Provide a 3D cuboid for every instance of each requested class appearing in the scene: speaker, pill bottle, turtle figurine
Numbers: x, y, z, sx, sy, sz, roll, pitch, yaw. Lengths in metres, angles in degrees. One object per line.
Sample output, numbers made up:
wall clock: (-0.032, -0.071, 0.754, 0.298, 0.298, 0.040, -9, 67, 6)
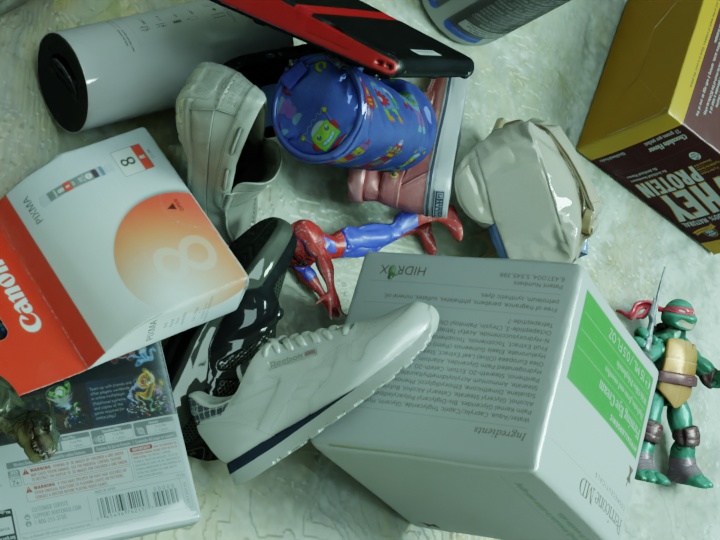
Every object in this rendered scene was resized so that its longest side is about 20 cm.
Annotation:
speaker: (-0.155, -0.170, 1.252, 0.199, 0.081, 0.082, -20, 90, -36)
pill bottle: (0.150, -0.286, 1.409, 0.113, 0.200, 0.114, 9, 74, -32)
turtle figurine: (0.302, 0.101, 1.480, 0.149, 0.101, 0.201, 8, 89, -17)

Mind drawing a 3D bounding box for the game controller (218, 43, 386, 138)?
game controller: (-0.054, -0.146, 1.282, 0.199, 0.105, 0.042, -16, 58, -38)

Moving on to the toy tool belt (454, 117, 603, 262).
toy tool belt: (0.158, -0.039, 1.406, 0.123, 0.124, 0.201, -54, 123, -77)

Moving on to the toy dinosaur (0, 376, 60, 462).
toy dinosaur: (-0.290, 0.087, 1.074, 0.200, 0.047, 0.088, 38, 78, 18)

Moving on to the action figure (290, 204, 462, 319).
action figure: (0.000, 0.000, 1.322, 0.199, 0.065, 0.099, -4, 72, -34)

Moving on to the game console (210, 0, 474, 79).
game console: (-0.017, -0.185, 1.187, 0.176, 0.031, 0.200, 30, 17, 14)

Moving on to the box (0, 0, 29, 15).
box: (-0.277, -0.310, 1.187, 0.128, 0.109, 0.201, -35, 99, -35)

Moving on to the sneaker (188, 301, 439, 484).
sneaker: (-0.034, 0.074, 1.150, 0.200, 0.076, 0.081, -35, 84, 7)

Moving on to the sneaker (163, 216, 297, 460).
sneaker: (-0.087, 0.061, 1.238, 0.114, 0.076, 0.200, 34, 73, -28)

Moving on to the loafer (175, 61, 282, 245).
loafer: (-0.096, -0.079, 1.208, 0.069, 0.200, 0.070, 21, 63, 13)

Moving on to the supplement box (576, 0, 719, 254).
supplement box: (0.353, -0.160, 1.556, 0.200, 0.133, 0.198, 33, 62, -22)

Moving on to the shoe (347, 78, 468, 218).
shoe: (0.043, -0.126, 1.378, 0.090, 0.072, 0.201, 8, 44, 4)

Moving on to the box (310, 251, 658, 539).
box: (0.103, 0.106, 1.246, 0.199, 0.199, 0.172, 46, 56, -51)

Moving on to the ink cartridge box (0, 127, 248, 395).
ink cartridge box: (-0.207, -0.011, 1.152, 0.199, 0.050, 0.162, -21, 63, -33)

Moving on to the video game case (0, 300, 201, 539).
video game case: (-0.230, 0.113, 1.127, 0.199, 0.023, 0.183, -9, 73, -22)

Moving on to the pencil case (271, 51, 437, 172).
pencil case: (-0.005, -0.120, 1.210, 0.087, 0.078, 0.200, 59, 16, 10)
